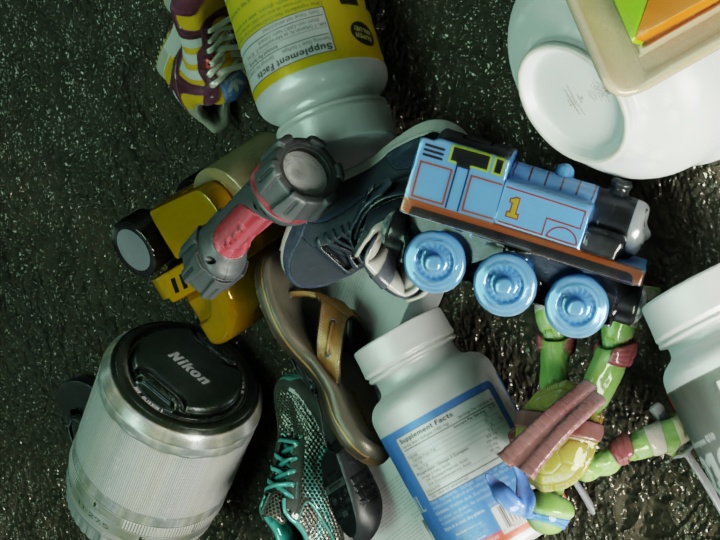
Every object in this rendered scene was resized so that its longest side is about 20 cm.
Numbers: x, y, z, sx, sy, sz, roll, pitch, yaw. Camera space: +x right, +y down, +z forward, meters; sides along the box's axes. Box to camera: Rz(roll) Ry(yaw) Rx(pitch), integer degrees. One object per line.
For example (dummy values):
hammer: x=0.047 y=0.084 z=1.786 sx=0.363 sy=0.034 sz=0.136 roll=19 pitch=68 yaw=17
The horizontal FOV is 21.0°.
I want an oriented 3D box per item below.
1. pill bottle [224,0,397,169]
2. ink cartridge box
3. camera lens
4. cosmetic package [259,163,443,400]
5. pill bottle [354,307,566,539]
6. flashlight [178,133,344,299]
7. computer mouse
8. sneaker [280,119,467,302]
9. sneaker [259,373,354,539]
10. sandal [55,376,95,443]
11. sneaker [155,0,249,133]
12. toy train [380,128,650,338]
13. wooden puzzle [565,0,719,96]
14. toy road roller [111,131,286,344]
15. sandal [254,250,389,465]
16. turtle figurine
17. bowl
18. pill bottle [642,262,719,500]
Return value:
pill bottle: x=-0.043 y=-0.187 z=1.591 sx=0.114 sy=0.114 sz=0.201 roll=-31 pitch=72 yaw=49
ink cartridge box: x=0.058 y=0.220 z=1.691 sx=0.109 sy=0.050 sz=0.201 roll=-44 pitch=71 yaw=47
camera lens: x=-0.191 y=0.161 z=1.867 sx=0.160 sy=0.159 sz=0.201 roll=48 pitch=134 yaw=26
cosmetic package: x=0.000 y=0.000 z=1.676 sx=0.151 sy=0.052 sz=0.201 roll=46 pitch=133 yaw=29
pill bottle: x=0.078 y=0.136 z=1.579 sx=0.112 sy=0.112 sz=0.201 roll=-36 pitch=80 yaw=48
flashlight: x=-0.086 y=-0.037 z=1.567 sx=0.068 sy=0.068 sz=0.200 roll=49 pitch=140 yaw=1
computer mouse: x=-0.021 y=0.140 z=1.695 sx=0.059 sy=0.034 sz=0.201 roll=-37 pitch=69 yaw=66
sneaker: x=0.000 y=-0.018 z=1.522 sx=0.077 sy=0.147 sz=0.202 roll=37 pitch=125 yaw=-21
sneaker: x=-0.054 y=0.197 z=1.777 sx=0.077 sy=0.091 sz=0.201 roll=-6 pitch=99 yaw=48
sandal: x=-0.266 y=0.190 z=2.052 sx=0.200 sy=0.043 sz=0.076 roll=50 pitch=135 yaw=25
sneaker: x=-0.127 y=-0.201 z=1.716 sx=0.090 sy=0.075 sz=0.200 roll=54 pitch=159 yaw=15
toy train: x=0.116 y=-0.027 z=1.391 sx=0.199 sy=0.087 sz=0.115 roll=17 pitch=102 yaw=8
wooden puzzle: x=0.211 y=-0.236 z=1.248 sx=0.199 sy=0.037 sz=0.186 roll=-27 pitch=75 yaw=23
toy road roller: x=-0.113 y=-0.024 z=1.751 sx=0.200 sy=0.123 sz=0.146 roll=-25 pitch=99 yaw=50
sandal: x=-0.019 y=0.067 z=1.630 sx=0.054 sy=0.082 sz=0.201 roll=-34 pitch=77 yaw=32
turtle figurine: x=0.184 y=0.105 z=1.489 sx=0.144 sy=0.199 sz=0.195 roll=-174 pitch=92 yaw=-70
bowl: x=0.173 y=-0.137 z=1.354 sx=0.201 sy=0.090 sz=0.202 roll=32 pitch=145 yaw=26
pill bottle: x=0.280 y=0.095 z=1.343 sx=0.114 sy=0.114 sz=0.201 roll=-36 pitch=76 yaw=48
